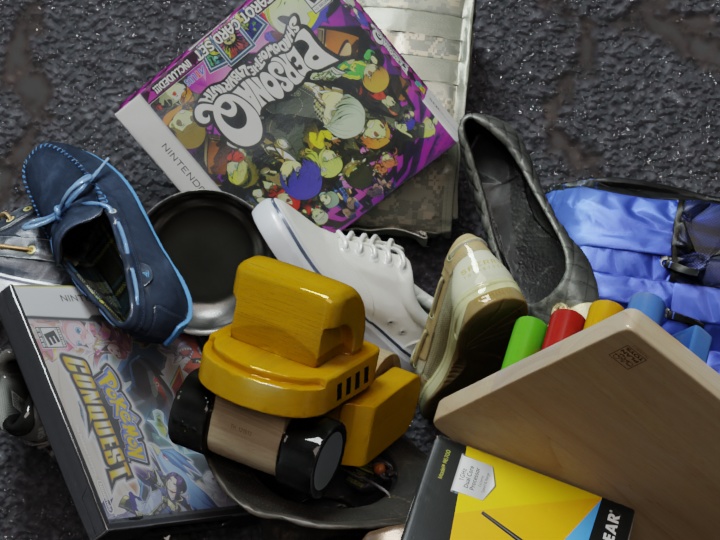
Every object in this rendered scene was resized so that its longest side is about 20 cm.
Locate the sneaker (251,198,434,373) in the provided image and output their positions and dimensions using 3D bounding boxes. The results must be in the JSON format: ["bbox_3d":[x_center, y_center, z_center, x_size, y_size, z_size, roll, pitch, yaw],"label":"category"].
[{"bbox_3d":[0.000,0.000,1.675,0.071,0.200,0.073,-41,35,11],"label":"sneaker"}]

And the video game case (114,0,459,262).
[{"bbox_3d":[-0.055,-0.112,1.679,0.200,0.036,0.182,-36,103,19],"label":"video game case"}]

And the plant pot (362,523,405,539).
[{"bbox_3d":[0.047,0.294,1.553,0.199,0.201,0.199,-10,62,-6],"label":"plant pot"}]

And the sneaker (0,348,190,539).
[{"bbox_3d":[-0.211,0.137,1.634,0.075,0.115,0.200,-43,68,12],"label":"sneaker"}]

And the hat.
[{"bbox_3d":[-0.034,0.170,1.633,0.199,0.201,0.081,18,111,5],"label":"hat"}]

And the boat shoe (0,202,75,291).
[{"bbox_3d":[-0.283,-0.013,1.729,0.199,0.071,0.092,12,67,-4],"label":"boat shoe"}]

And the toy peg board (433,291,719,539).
[{"bbox_3d":[0.192,0.089,1.511,0.200,0.199,0.098,37,50,-21],"label":"toy peg board"}]

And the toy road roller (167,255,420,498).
[{"bbox_3d":[-0.038,0.060,1.586,0.122,0.200,0.147,20,110,20],"label":"toy road roller"}]

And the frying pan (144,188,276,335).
[{"bbox_3d":[-0.089,0.014,1.694,0.190,0.031,0.115,37,102,-13],"label":"frying pan"}]

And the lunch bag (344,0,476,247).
[{"bbox_3d":[0.003,-0.125,1.754,0.163,0.118,0.202,5,75,3],"label":"lunch bag"}]

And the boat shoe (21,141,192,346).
[{"bbox_3d":[-0.194,-0.030,1.644,0.200,0.068,0.084,44,109,31],"label":"boat shoe"}]

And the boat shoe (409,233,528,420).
[{"bbox_3d":[0.074,0.046,1.642,0.073,0.201,0.063,-18,65,-14],"label":"boat shoe"}]

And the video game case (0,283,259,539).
[{"bbox_3d":[-0.165,0.100,1.642,0.025,0.180,0.201,-38,67,31],"label":"video game case"}]

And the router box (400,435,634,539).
[{"bbox_3d":[0.089,0.223,1.474,0.148,0.051,0.201,20,49,1],"label":"router box"}]

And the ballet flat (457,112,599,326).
[{"bbox_3d":[0.115,-0.025,1.612,0.066,0.057,0.201,-34,63,19],"label":"ballet flat"}]

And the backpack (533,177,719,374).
[{"bbox_3d":[0.217,0.019,1.677,0.198,0.163,0.169,13,72,3],"label":"backpack"}]
